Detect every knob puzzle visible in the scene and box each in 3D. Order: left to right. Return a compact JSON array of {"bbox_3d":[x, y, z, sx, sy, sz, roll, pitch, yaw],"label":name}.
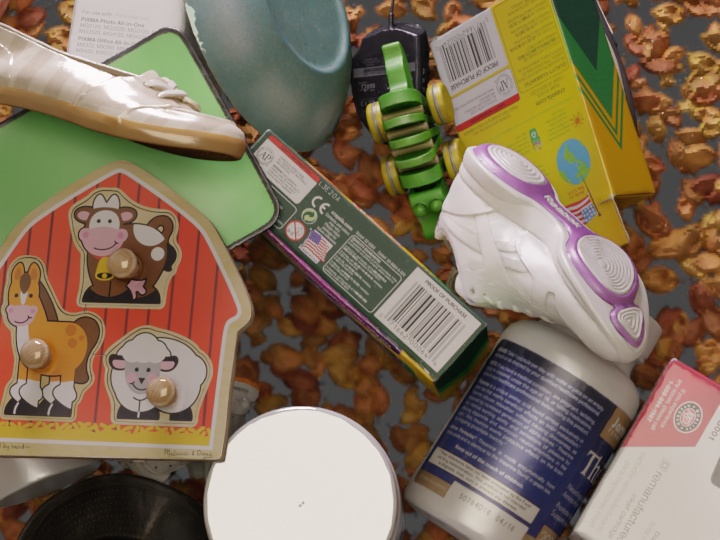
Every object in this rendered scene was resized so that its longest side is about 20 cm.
[{"bbox_3d":[-0.168,0.023,1.512,0.219,0.030,0.220,-3,76,13],"label":"knob puzzle"}]

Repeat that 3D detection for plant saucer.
[{"bbox_3d":[-0.054,-0.185,1.640,0.039,0.201,0.201,-18,79,28],"label":"plant saucer"}]

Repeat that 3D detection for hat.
[{"bbox_3d":[-0.178,0.244,1.621,0.200,0.081,0.201,4,83,-29],"label":"hat"}]

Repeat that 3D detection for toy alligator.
[{"bbox_3d":[0.046,-0.065,1.658,0.059,0.054,0.200,-14,97,15],"label":"toy alligator"}]

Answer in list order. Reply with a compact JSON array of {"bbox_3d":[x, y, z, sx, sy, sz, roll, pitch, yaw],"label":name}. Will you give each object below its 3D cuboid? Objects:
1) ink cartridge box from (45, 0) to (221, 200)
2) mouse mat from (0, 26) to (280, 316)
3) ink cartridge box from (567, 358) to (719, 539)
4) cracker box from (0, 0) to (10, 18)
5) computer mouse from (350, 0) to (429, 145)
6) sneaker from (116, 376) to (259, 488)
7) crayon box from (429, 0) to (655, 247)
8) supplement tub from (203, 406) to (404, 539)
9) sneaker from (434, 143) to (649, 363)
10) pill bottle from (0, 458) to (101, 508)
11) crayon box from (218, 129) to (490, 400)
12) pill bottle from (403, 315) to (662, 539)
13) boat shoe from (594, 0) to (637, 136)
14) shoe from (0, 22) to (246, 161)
[{"bbox_3d":[-0.159,-0.093,1.643,0.083,0.145,0.200,7,81,9],"label":"ink cartridge box"},{"bbox_3d":[-0.171,-0.053,1.552,0.200,0.008,0.161,-30,77,2],"label":"mouse mat"},{"bbox_3d":[0.268,0.175,1.621,0.200,0.083,0.145,30,83,7],"label":"ink cartridge box"},{"bbox_3d":[-0.349,-0.255,1.733,0.200,0.058,0.134,28,83,8],"label":"cracker box"},{"bbox_3d":[0.027,-0.190,1.716,0.059,0.034,0.200,-1,82,25],"label":"computer mouse"},{"bbox_3d":[-0.156,0.104,1.612,0.076,0.200,0.092,13,88,48],"label":"sneaker"},{"bbox_3d":[0.132,-0.095,1.653,0.051,0.127,0.200,-7,77,-43],"label":"crayon box"},{"bbox_3d":[-0.035,0.166,1.576,0.132,0.200,0.132,0,81,2],"label":"supplement tub"},{"bbox_3d":[0.124,0.004,1.588,0.200,0.075,0.100,51,122,35],"label":"sneaker"},{"bbox_3d":[-0.260,0.062,1.648,0.113,0.113,0.200,-23,80,-1],"label":"pill bottle"},{"bbox_3d":[0.000,0.000,1.616,0.200,0.173,0.058,42,88,8],"label":"crayon box"},{"bbox_3d":[0.126,0.105,1.625,0.111,0.111,0.200,32,84,7],"label":"pill bottle"},{"bbox_3d":[0.166,-0.171,1.690,0.063,0.073,0.200,-9,73,-42],"label":"boat shoe"},{"bbox_3d":[-0.167,-0.117,1.523,0.200,0.070,0.053,16,91,13],"label":"shoe"}]
